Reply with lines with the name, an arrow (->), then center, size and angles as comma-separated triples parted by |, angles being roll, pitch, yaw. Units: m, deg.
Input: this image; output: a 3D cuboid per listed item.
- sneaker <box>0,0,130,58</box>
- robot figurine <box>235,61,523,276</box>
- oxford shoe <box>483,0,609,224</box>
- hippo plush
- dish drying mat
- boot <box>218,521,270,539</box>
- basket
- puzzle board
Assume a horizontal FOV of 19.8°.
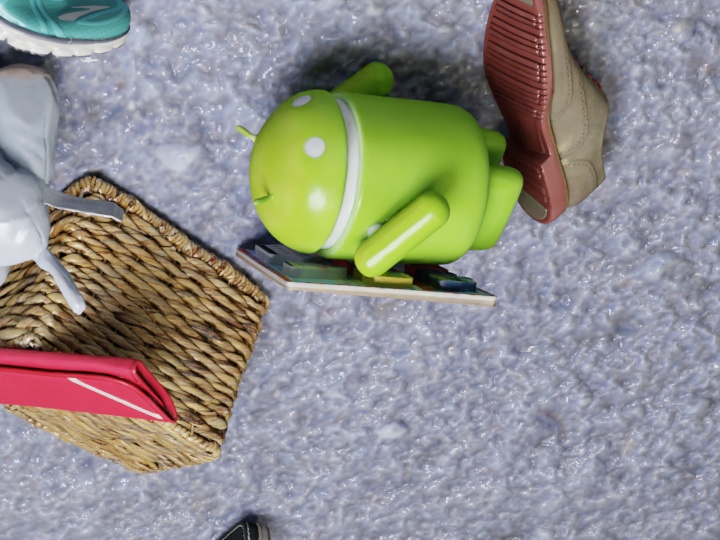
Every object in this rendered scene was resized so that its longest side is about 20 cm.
sneaker -> -0.238, -0.200, 1.365 | 0.199, 0.078, 0.080 | 21, 113, -25
robot figurine -> 0.011, -0.064, 1.453 | 0.199, 0.176, 0.116 | 5, 132, -23
oxford shoe -> 0.140, -0.134, 1.504 | 0.075, 0.070, 0.201 | -28, 132, -23
hippo plush -> -0.275, -0.053, 1.456 | 0.199, 0.160, 0.161 | 26, 152, -11
dish drying mat -> -0.230, 0.080, 1.477 | 0.199, 0.018, 0.077 | 3, 151, 26
boot -> -0.182, 0.272, 1.751 | 0.153, 0.074, 0.204 | 25, 121, -24
basket -> -0.192, 0.047, 1.576 | 0.200, 0.150, 0.142 | 34, 149, -31
puzzle board -> 0.000, 0.000, 1.503 | 0.150, 0.200, 0.018 | 5, 95, -14
